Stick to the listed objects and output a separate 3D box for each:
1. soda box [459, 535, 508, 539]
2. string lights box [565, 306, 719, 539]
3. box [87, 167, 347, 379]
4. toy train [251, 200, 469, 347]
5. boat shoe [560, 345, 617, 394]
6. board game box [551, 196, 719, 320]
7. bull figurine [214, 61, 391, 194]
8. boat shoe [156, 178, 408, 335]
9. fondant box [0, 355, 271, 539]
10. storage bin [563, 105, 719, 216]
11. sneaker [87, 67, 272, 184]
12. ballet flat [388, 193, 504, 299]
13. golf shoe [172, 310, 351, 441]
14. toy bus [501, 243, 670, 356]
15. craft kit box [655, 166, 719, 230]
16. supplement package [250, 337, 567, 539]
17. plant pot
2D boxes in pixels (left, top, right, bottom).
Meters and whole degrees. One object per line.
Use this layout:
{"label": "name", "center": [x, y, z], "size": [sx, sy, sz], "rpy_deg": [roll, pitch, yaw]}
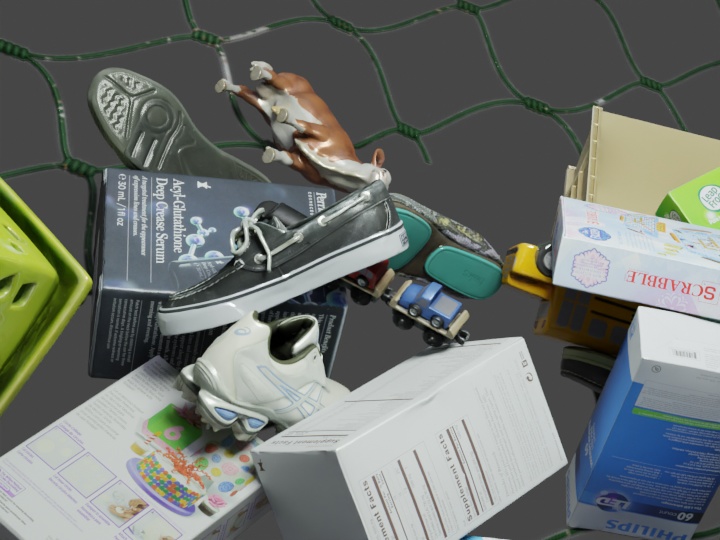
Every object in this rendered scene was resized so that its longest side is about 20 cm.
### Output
{"label": "soda box", "center": [0.160, 0.249, 1.191], "size": [0.200, 0.064, 0.068], "rpy_deg": [8, 43, -9]}
{"label": "string lights box", "center": [0.234, 0.125, 1.242], "size": [0.103, 0.200, 0.059], "rpy_deg": [11, 42, -5]}
{"label": "box", "center": [-0.121, 0.009, 1.334], "size": [0.200, 0.107, 0.149], "rpy_deg": [5, 43, -12]}
{"label": "toy train", "center": [0.000, 0.000, 1.267], "size": [0.200, 0.046, 0.034], "rpy_deg": [29, 42, 12]}
{"label": "boat shoe", "center": [0.251, 0.122, 1.350], "size": [0.201, 0.066, 0.072], "rpy_deg": [22, 0, 28]}
{"label": "board game box", "center": [0.253, -0.006, 1.284], "size": [0.199, 0.041, 0.200], "rpy_deg": [13, 12, 5]}
{"label": "bull figurine", "center": [-0.052, -0.129, 1.521], "size": [0.121, 0.065, 0.200], "rpy_deg": [22, 20, -45]}
{"label": "boat shoe", "center": [-0.066, -0.012, 1.208], "size": [0.199, 0.068, 0.074], "rpy_deg": [-21, 9, 3]}
{"label": "fondant box", "center": [-0.173, 0.166, 1.187], "size": [0.144, 0.058, 0.200], "rpy_deg": [37, 47, 21]}
{"label": "storage bin", "center": [0.298, -0.044, 1.524], "size": [0.200, 0.094, 0.199], "rpy_deg": [14, 43, -1]}
{"label": "sneaker", "center": [-0.176, -0.101, 1.408], "size": [0.199, 0.114, 0.076], "rpy_deg": [36, 70, -33]}
{"label": "ballet flat", "center": [0.045, -0.029, 1.411], "size": [0.200, 0.072, 0.072], "rpy_deg": [25, 29, -42]}
{"label": "golf shoe", "center": [-0.048, 0.083, 1.235], "size": [0.078, 0.097, 0.200], "rpy_deg": [43, 14, 29]}
{"label": "toy bus", "center": [0.221, 0.035, 1.408], "size": [0.200, 0.078, 0.065], "rpy_deg": [16, -3, -4]}
{"label": "craft kit box", "center": [0.399, -0.022, 1.429], "size": [0.200, 0.049, 0.198], "rpy_deg": [-26, 67, -20]}
{"label": "supplement package", "center": [0.038, 0.141, 1.207], "size": [0.200, 0.114, 0.110], "rpy_deg": [-27, 101, -36]}
{"label": "plant pot", "center": [-0.330, 0.013, 1.184], "size": [0.200, 0.199, 0.181], "rpy_deg": [43, 14, 27]}
